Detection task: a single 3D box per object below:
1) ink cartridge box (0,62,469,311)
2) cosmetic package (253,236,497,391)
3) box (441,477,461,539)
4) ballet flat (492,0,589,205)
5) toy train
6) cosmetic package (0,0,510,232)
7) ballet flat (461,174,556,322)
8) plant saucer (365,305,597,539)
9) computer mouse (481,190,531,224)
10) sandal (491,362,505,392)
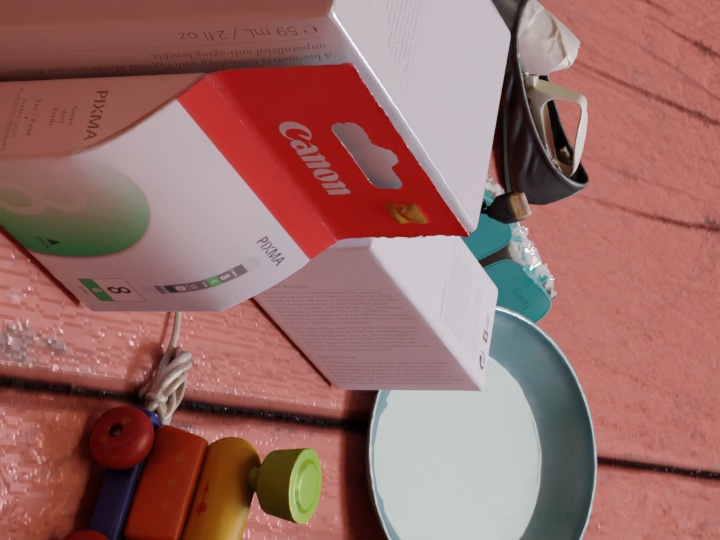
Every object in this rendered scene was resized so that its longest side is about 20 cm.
[{"bbox_3d":[-0.070,-0.033,1.102,0.161,0.199,0.050,51,46,-55],"label":"ink cartridge box"},{"bbox_3d":[0.000,0.000,1.393,0.200,0.101,0.072,51,44,-57],"label":"cosmetic package"},{"bbox_3d":[0.082,0.199,1.663,0.200,0.041,0.120,27,65,-61],"label":"box"},{"bbox_3d":[0.128,-0.139,1.728,0.068,0.068,0.201,-60,143,-48],"label":"ballet flat"},{"bbox_3d":[-0.070,0.100,1.209,0.085,0.115,0.201,60,38,-50],"label":"toy train"},{"bbox_3d":[-0.058,-0.112,1.131,0.200,0.199,0.123,50,45,-56],"label":"cosmetic package"},{"bbox_3d":[0.077,-0.025,1.637,0.200,0.071,0.072,55,41,-56],"label":"ballet flat"},{"bbox_3d":[0.072,0.123,1.565,0.199,0.036,0.201,5,82,-39],"label":"plant saucer"},{"bbox_3d":[0.040,-0.065,1.367,0.046,0.140,0.200,-58,-173,-18],"label":"computer mouse"},{"bbox_3d":[0.106,0.104,1.668,0.212,0.077,0.070,61,30,-56],"label":"sandal"}]
